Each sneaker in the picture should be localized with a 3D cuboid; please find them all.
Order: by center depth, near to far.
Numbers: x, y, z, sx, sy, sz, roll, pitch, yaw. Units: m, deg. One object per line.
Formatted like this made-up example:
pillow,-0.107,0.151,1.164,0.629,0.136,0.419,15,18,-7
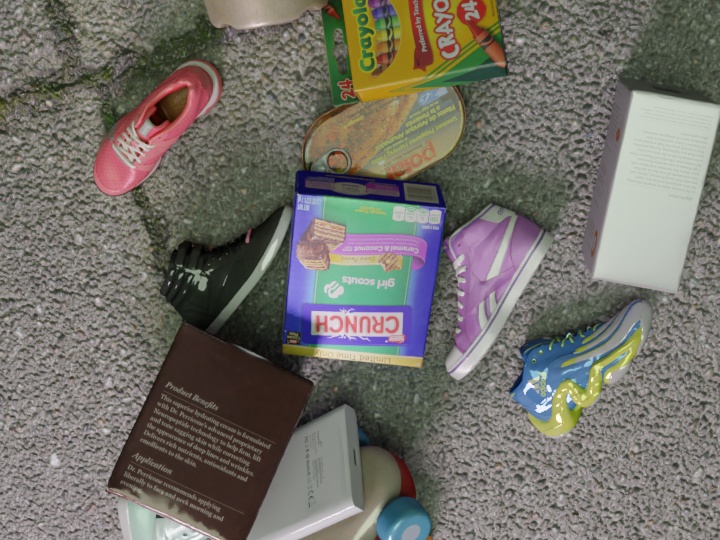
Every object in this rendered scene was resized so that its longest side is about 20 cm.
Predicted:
sneaker,-0.245,-0.163,1.277,0.074,0.087,0.200,44,106,-5
sneaker,0.127,0.018,1.296,0.113,0.073,0.202,29,96,2
sneaker,0.247,0.099,1.296,0.104,0.076,0.201,34,107,-2
sneaker,-0.164,-0.016,1.314,0.099,0.071,0.201,36,110,-9
sneaker,-0.232,0.366,1.422,0.116,0.074,0.203,-8,102,15

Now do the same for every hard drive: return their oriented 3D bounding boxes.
hard drive,-0.084,0.257,1.334,0.199,0.133,0.026,-30,137,27

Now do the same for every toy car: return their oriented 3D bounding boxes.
toy car,0.028,0.318,1.359,0.177,0.184,0.199,-51,131,4

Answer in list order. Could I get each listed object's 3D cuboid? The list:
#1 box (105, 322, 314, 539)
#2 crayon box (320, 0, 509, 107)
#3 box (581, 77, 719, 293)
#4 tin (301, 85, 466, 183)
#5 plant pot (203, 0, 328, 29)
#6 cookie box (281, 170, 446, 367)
box,-0.174,0.190,1.276,0.164,0.164,0.202,26,77,-6
crayon box,0.054,-0.258,1.213,0.197,0.051,0.129,-10,81,9
box,0.310,-0.095,1.210,0.096,0.125,0.203,11,107,3
tin,0.027,-0.153,1.274,0.198,0.042,0.113,-27,97,12
plant pot,-0.113,-0.360,1.169,0.197,0.201,0.186,-6,116,8
cookie box,0.000,0.000,1.274,0.168,0.075,0.203,5,116,-4
